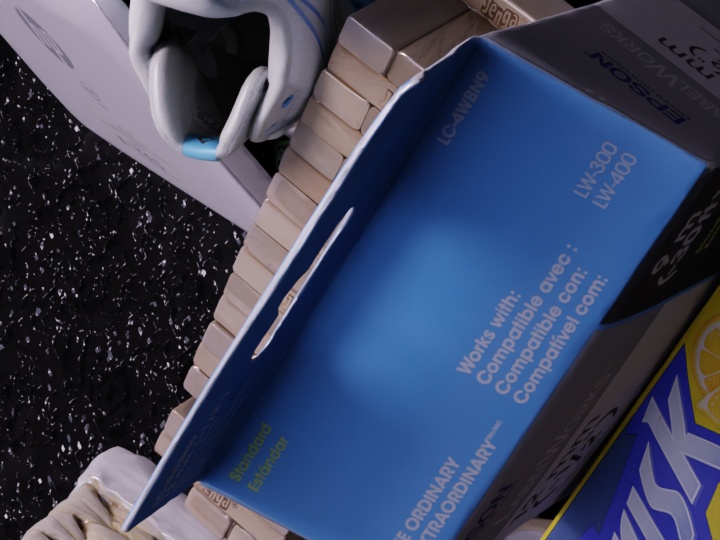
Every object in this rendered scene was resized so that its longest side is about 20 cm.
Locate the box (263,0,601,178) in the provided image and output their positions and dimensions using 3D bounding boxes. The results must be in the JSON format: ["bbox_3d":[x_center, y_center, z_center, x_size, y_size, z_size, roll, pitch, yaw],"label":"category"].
[{"bbox_3d":[0.049,-0.094,0.815,0.199,0.047,0.195,10,102,44],"label":"box"}]

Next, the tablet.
[{"bbox_3d":[-0.089,-0.068,0.881,0.130,0.014,0.200,50,169,-32],"label":"tablet"}]

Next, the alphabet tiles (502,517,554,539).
[{"bbox_3d":[0.054,0.159,0.760,0.008,0.166,0.201,107,167,-53],"label":"alphabet tiles"}]

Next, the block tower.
[{"bbox_3d":[0.000,0.000,0.759,0.054,0.058,0.201,39,130,16],"label":"block tower"}]

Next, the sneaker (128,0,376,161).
[{"bbox_3d":[-0.032,-0.064,0.744,0.075,0.200,0.087,13,72,16],"label":"sneaker"}]

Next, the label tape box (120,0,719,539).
[{"bbox_3d":[0.042,0.006,0.669,0.066,0.200,0.144,39,117,14],"label":"label tape box"}]

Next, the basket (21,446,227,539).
[{"bbox_3d":[-0.077,0.208,0.829,0.200,0.161,0.199,38,132,10],"label":"basket"}]

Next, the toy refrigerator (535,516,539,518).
[{"bbox_3d":[-0.027,0.126,0.911,0.200,0.070,0.076,-45,67,40],"label":"toy refrigerator"}]

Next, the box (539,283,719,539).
[{"bbox_3d":[0.115,0.048,0.721,0.064,0.070,0.200,46,127,22],"label":"box"}]
